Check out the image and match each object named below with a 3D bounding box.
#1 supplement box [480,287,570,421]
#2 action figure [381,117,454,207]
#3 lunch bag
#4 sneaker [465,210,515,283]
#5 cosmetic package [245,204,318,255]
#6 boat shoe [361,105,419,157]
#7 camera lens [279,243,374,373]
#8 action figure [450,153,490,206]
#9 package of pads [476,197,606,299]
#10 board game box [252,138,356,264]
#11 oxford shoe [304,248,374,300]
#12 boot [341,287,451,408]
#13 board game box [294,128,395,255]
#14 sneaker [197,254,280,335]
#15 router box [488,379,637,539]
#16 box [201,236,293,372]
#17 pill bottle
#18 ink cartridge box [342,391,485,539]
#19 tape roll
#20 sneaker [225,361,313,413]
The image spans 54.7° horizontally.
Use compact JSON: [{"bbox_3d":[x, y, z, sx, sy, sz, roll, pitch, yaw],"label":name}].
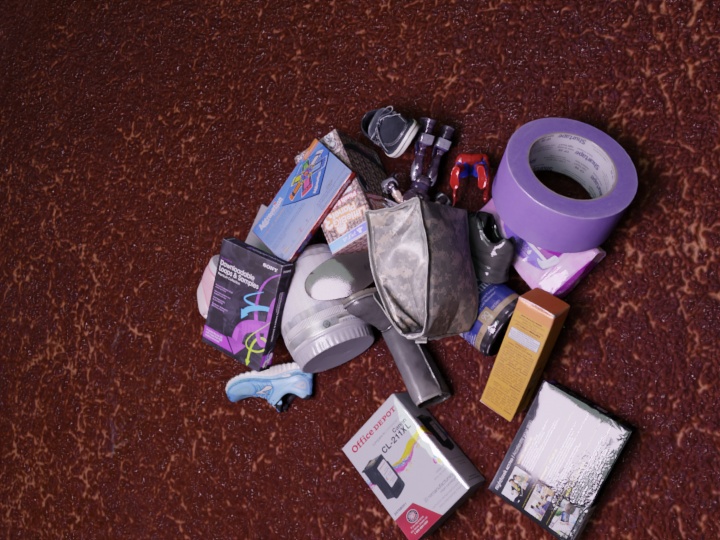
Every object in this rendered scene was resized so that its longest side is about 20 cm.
[{"bbox_3d":[0.253,0.132,1.083,0.069,0.066,0.202,29,119,30],"label":"supplement box"},{"bbox_3d":[0.109,-0.160,1.220,0.069,0.129,0.202,-173,101,-72],"label":"action figure"},{"bbox_3d":[0.096,0.007,1.040,0.117,0.163,0.202,-13,81,33],"label":"lunch bag"},{"bbox_3d":[0.172,-0.066,1.125,0.200,0.076,0.091,37,128,27],"label":"sneaker"},{"bbox_3d":[-0.177,-0.017,1.377,0.106,0.090,0.201,31,95,28],"label":"cosmetic package"},{"bbox_3d":[0.047,-0.249,1.233,0.075,0.062,0.200,-56,22,6],"label":"boat shoe"},{"bbox_3d":[-0.078,0.064,1.264,0.159,0.160,0.201,-34,68,21],"label":"camera lens"},{"bbox_3d":[0.181,-0.140,1.146,0.065,0.200,0.100,2,109,11],"label":"action figure"},{"bbox_3d":[0.285,-0.056,1.124,0.121,0.075,0.201,-46,64,19],"label":"package of pads"},{"bbox_3d":[-0.099,-0.116,1.199,0.103,0.019,0.201,44,105,26],"label":"board game box"},{"bbox_3d":[0.000,0.000,1.186,0.198,0.071,0.072,-23,84,-2],"label":"oxford shoe"},{"bbox_3d":[0.062,0.133,1.172,0.072,0.181,0.202,-32,64,36],"label":"boot"},{"bbox_3d":[-0.008,-0.126,1.252,0.096,0.159,0.201,-30,70,23],"label":"board game box"},{"bbox_3d":[-0.235,0.075,1.313,0.200,0.075,0.105,48,118,17],"label":"sneaker"},{"bbox_3d":[0.309,0.292,1.075,0.149,0.051,0.201,30,98,31],"label":"router box"},{"bbox_3d":[-0.202,0.058,1.226,0.142,0.036,0.202,22,105,27],"label":"box"},{"bbox_3d":[0.170,0.041,1.155,0.200,0.112,0.112,39,102,27],"label":"pill bottle"},{"bbox_3d":[0.086,0.328,1.179,0.146,0.083,0.200,-50,64,15],"label":"ink cartridge box"},{"bbox_3d":[0.306,-0.131,1.053,0.198,0.085,0.201,3,55,-4],"label":"tape roll"},{"bbox_3d":[-0.178,0.234,1.346,0.199,0.078,0.091,-16,78,27],"label":"sneaker"}]
